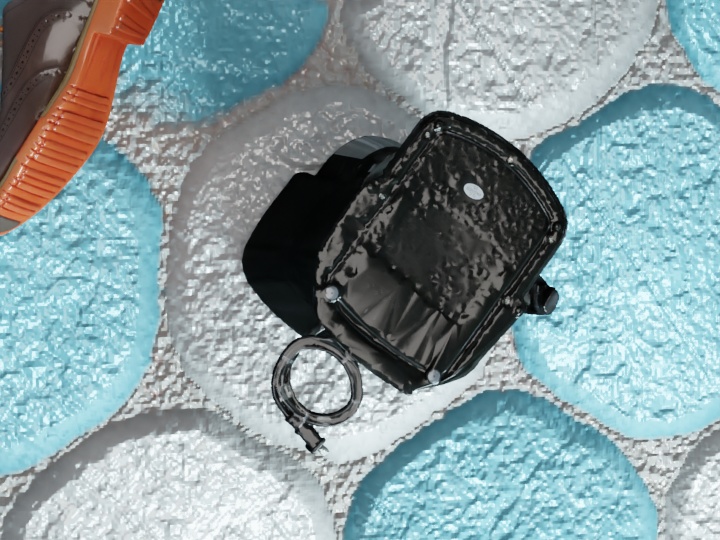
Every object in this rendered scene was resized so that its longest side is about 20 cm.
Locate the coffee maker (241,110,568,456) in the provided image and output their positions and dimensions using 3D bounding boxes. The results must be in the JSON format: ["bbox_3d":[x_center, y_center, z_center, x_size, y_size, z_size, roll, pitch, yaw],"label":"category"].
[{"bbox_3d":[0.000,0.000,1.094,0.191,0.200,0.135,-30,98,-13],"label":"coffee maker"}]

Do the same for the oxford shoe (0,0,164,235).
[{"bbox_3d":[-0.186,-0.117,1.119,0.072,0.071,0.201,29,89,14],"label":"oxford shoe"}]
